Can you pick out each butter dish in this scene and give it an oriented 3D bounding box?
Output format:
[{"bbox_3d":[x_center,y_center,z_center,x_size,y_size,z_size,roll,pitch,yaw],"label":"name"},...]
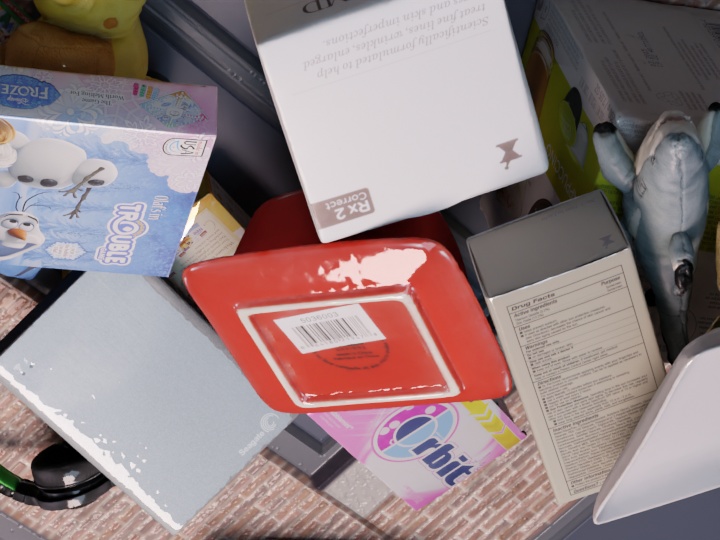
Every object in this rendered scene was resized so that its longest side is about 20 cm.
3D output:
[{"bbox_3d":[0.000,0.000,1.479,0.198,0.149,0.200,-6,143,20],"label":"butter dish"}]

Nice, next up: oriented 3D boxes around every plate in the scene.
[{"bbox_3d":[0.258,0.082,1.364,0.199,0.032,0.200,-14,147,-27],"label":"plate"}]

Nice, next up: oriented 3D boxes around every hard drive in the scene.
[{"bbox_3d":[-0.162,0.087,1.546,0.140,0.033,0.200,-44,110,5],"label":"hard drive"}]

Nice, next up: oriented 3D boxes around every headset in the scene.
[{"bbox_3d":[-0.215,0.129,1.622,0.199,0.094,0.124,17,111,4],"label":"headset"}]

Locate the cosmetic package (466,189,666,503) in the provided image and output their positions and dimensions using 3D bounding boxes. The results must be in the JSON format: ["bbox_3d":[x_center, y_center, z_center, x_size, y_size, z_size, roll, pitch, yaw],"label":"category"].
[{"bbox_3d":[0.150,0.055,1.402,0.103,0.073,0.201,-19,126,2],"label":"cosmetic package"}]

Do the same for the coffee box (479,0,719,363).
[{"bbox_3d":[0.222,-0.065,1.501,0.198,0.200,0.199,6,123,-16],"label":"coffee box"}]

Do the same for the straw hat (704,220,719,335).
[{"bbox_3d":[0.280,-0.006,1.372,0.200,0.085,0.202,-23,151,-14],"label":"straw hat"}]

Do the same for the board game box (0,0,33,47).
[{"bbox_3d":[-0.323,-0.129,1.452,0.200,0.029,0.135,-37,122,14],"label":"board game box"}]

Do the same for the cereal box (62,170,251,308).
[{"bbox_3d":[-0.115,0.032,1.595,0.143,0.040,0.200,-33,125,12],"label":"cereal box"}]

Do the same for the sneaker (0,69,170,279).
[{"bbox_3d":[-0.200,-0.068,1.502,0.200,0.066,0.078,-40,133,16],"label":"sneaker"}]

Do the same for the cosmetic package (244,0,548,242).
[{"bbox_3d":[0.015,-0.157,1.397,0.164,0.200,0.166,-18,125,1],"label":"cosmetic package"}]

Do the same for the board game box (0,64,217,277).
[{"bbox_3d":[-0.210,-0.065,1.380,0.197,0.044,0.200,4,152,-13],"label":"board game box"}]

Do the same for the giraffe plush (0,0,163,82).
[{"bbox_3d":[-0.190,-0.178,1.368,0.199,0.172,0.163,-11,126,-45],"label":"giraffe plush"}]

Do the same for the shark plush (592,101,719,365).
[{"bbox_3d":[0.197,-0.020,1.354,0.090,0.083,0.201,0,123,-10],"label":"shark plush"}]

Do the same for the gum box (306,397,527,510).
[{"bbox_3d":[0.041,0.104,1.632,0.113,0.066,0.200,-33,139,10],"label":"gum box"}]
